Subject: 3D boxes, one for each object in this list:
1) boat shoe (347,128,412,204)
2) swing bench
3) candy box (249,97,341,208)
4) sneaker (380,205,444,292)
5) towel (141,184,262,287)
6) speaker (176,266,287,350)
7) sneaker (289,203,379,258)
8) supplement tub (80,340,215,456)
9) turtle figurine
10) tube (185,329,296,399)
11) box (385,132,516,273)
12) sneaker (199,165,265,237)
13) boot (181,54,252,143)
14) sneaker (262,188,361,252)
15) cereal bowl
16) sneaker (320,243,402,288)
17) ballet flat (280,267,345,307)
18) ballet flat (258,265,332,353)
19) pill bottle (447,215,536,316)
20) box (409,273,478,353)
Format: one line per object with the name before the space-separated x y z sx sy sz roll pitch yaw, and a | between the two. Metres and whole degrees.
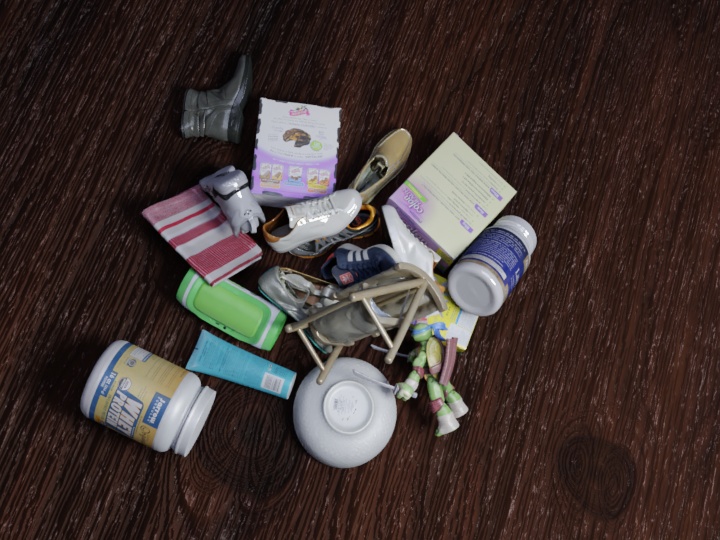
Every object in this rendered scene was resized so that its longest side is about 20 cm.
boat shoe | 0.045 -0.212 1.649 0.071 0.076 0.201 32 72 2
swing bench | 0.011 0.081 1.445 0.199 0.198 0.131 -37 98 -45
candy box | -0.128 -0.227 1.632 0.165 0.072 0.204 6 74 -6
sneaker | 0.100 -0.036 1.559 0.083 0.073 0.203 -20 81 -9
towel | -0.294 -0.069 1.545 0.200 0.023 0.144 44 45 12
speaker | -0.238 0.069 1.527 0.198 0.089 0.089 29 72 1
sneaker | -0.054 -0.086 1.600 0.197 0.077 0.079 -22 80 -11
supplement tub | -0.367 0.224 1.432 0.197 0.145 0.146 25 72 0
turtle figurine | 0.104 0.205 1.521 0.198 0.144 0.196 -28 95 -5
tube | -0.218 0.179 1.521 0.197 0.051 0.078 21 68 3
box | 0.175 -0.134 1.636 0.176 0.097 0.200 43 72 5
sneaker | -0.241 -0.128 1.549 0.074 0.200 0.116 -28 108 -15
boot | -0.290 -0.353 1.652 0.128 0.068 0.203 9 72 1
sneaker | -0.091 -0.100 1.534 0.198 0.085 0.074 -29 64 4
cereal bowl | -0.025 0.256 1.505 0.196 0.083 0.204 2 75 -8
sneaker | 0.000 0.000 1.527 0.084 0.199 0.076 -37 112 -29
ballet flat | -0.086 0.045 1.565 0.197 0.063 0.070 17 70 -3
ballet flat | -0.105 0.071 1.521 0.064 0.068 0.200 -41 109 8
pill bottle | 0.257 -0.014 1.578 0.115 0.116 0.200 40 50 4
box | 0.130 0.066 1.598 0.198 0.048 0.119 26 71 -2
